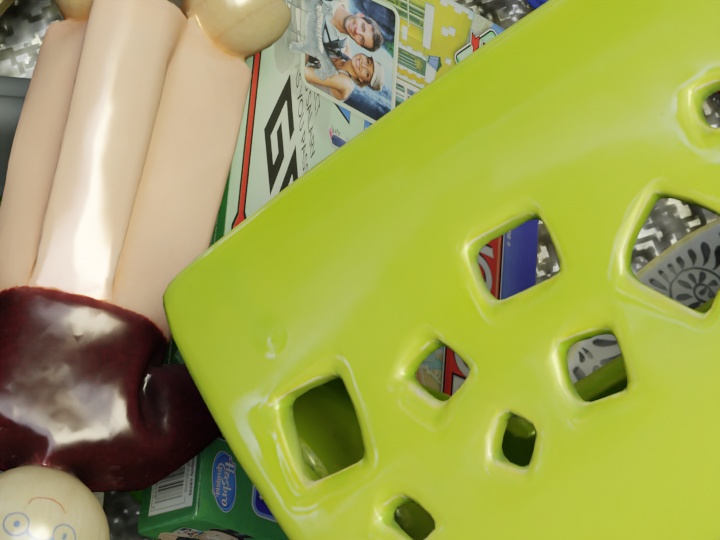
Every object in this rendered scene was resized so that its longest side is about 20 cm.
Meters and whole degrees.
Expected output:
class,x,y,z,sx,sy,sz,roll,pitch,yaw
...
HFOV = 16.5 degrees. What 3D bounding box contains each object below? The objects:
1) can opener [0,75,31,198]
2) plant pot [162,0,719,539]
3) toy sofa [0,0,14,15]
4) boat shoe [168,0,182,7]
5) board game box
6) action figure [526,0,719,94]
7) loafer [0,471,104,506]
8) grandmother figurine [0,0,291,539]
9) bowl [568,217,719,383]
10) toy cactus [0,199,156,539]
class,x,y,z,sx,sy,sz,roll,pitch,yaw
can opener,-0.146,-0.035,0.793,0.199,0.053,0.067,1,107,27
plant pot,0.100,0.051,0.634,0.199,0.200,0.182,-35,60,19
toy sofa,-0.119,-0.161,0.846,0.098,0.083,0.200,40,86,18
boat shoe,0.000,-0.129,0.841,0.071,0.065,0.200,43,86,9
board game box,0.000,0.000,0.773,0.029,0.134,0.201,-18,59,44
action figure,0.070,-0.118,0.782,0.200,0.099,0.065,35,48,-13
loafer,-0.116,0.092,0.776,0.070,0.200,0.070,-17,42,-32
grandmother figurine,-0.079,0.013,0.679,0.121,0.061,0.201,7,69,4
bowl,0.154,0.083,0.765,0.200,0.094,0.201,-16,61,32
toy cactus,-0.055,0.007,0.818,0.200,0.102,0.165,37,75,19
